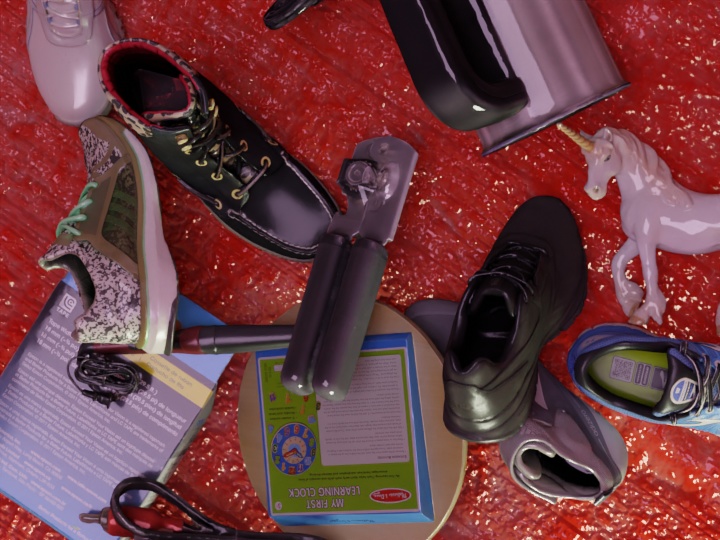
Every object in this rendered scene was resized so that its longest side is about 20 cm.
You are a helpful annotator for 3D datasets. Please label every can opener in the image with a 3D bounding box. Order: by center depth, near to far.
[{"bbox_3d":[0.000,0.000,1.689,0.053,0.067,0.201,9,75,29],"label":"can opener"}]

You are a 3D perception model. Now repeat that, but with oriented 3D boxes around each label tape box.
[{"bbox_3d":[-0.190,0.095,1.767,0.144,0.063,0.200,33,93,7],"label":"label tape box"}]

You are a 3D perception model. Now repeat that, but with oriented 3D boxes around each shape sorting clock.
[{"bbox_3d":[-0.007,0.117,1.725,0.199,0.039,0.201,1,92,34],"label":"shape sorting clock"}]

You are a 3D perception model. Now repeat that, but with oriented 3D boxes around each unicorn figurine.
[{"bbox_3d":[0.224,-0.028,1.673,0.199,0.074,0.138,5,96,-5],"label":"unicorn figurine"}]

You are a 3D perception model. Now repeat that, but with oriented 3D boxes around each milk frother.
[{"bbox_3d":[0.054,-0.167,1.671,0.200,0.180,0.189,-26,89,56],"label":"milk frother"}]

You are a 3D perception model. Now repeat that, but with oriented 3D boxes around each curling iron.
[{"bbox_3d":[-0.114,0.060,1.713,0.199,0.026,0.050,-11,105,4],"label":"curling iron"}]

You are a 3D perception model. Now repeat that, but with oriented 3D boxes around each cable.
[{"bbox_3d":[-0.109,0.198,1.722,0.199,0.050,0.098,-1,83,-9],"label":"cable"}]

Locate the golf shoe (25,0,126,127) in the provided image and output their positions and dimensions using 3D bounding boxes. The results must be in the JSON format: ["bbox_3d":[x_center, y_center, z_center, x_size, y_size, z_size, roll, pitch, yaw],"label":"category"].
[{"bbox_3d":[-0.221,-0.203,1.732,0.078,0.097,0.201,-2,97,10],"label":"golf shoe"}]

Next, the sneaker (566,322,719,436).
[{"bbox_3d":[0.240,0.086,1.664,0.199,0.089,0.079,7,98,11],"label":"sneaker"}]

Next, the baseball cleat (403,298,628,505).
[{"bbox_3d":[0.104,0.092,1.684,0.200,0.106,0.070,34,112,9],"label":"baseball cleat"}]

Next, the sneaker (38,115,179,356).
[{"bbox_3d":[-0.189,-0.028,1.695,0.088,0.077,0.201,-5,56,-21],"label":"sneaker"}]

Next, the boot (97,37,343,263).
[{"bbox_3d":[-0.102,-0.085,1.684,0.203,0.154,0.074,41,89,7],"label":"boot"}]

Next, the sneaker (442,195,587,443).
[{"bbox_3d":[0.108,0.020,1.647,0.076,0.091,0.201,8,54,18],"label":"sneaker"}]
